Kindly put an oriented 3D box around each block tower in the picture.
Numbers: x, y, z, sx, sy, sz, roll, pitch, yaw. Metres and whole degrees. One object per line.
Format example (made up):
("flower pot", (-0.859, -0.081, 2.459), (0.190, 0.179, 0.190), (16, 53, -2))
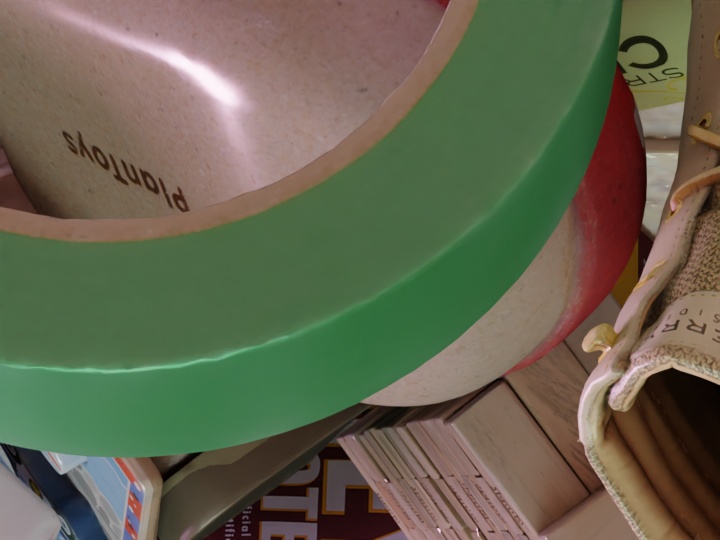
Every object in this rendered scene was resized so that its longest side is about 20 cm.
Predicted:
("block tower", (0.042, 0.048, 0.775), (0.054, 0.058, 0.200), (-37, -177, -10))

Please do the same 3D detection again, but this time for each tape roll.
("tape roll", (-0.046, -0.063, 0.585), (0.199, 0.201, 0.048), (2, 156, 3))

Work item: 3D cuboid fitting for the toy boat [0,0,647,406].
("toy boat", (-0.003, -0.056, 0.703), (0.200, 0.131, 0.131), (26, 145, 46))

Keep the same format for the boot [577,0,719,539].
("boot", (0.092, -0.034, 0.621), (0.072, 0.156, 0.201), (4, 127, 25))

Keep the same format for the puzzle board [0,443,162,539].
("puzzle board", (-0.119, 0.009, 0.794), (0.017, 0.200, 0.151), (-32, 163, -18))

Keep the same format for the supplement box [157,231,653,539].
("supplement box", (0.046, 0.093, 0.998), (0.199, 0.133, 0.197), (-12, 151, 31))

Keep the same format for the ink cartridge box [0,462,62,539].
("ink cartridge box", (-0.193, 0.059, 0.797), (0.145, 0.085, 0.200), (44, 156, -21))

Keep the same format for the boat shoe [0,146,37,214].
("boat shoe", (-0.120, 0.010, 0.912), (0.199, 0.069, 0.074), (-14, 150, 34))

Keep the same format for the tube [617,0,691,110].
("tube", (0.077, -0.065, 0.753), (0.199, 0.052, 0.058), (-13, 116, 38))

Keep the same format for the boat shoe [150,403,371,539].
("boat shoe", (0.000, 0.000, 0.809), (0.200, 0.068, 0.072), (-34, 173, -43))
